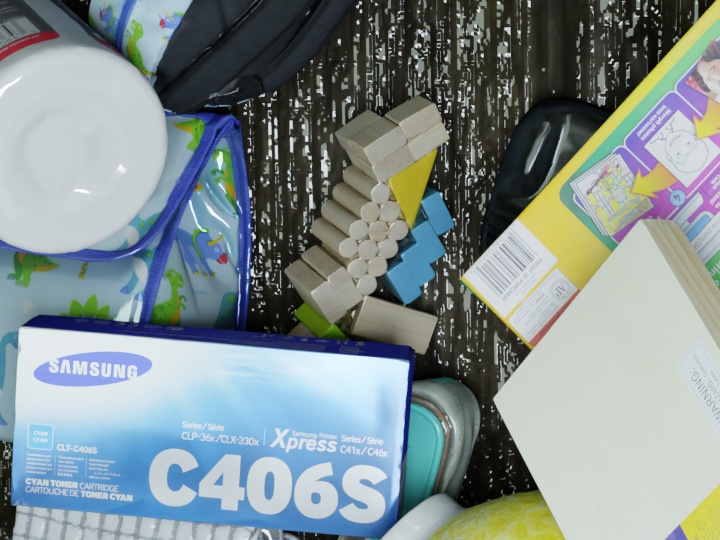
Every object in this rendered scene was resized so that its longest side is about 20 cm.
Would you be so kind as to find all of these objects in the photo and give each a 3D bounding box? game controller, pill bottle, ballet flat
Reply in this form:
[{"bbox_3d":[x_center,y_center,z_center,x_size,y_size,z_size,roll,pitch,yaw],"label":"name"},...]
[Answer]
[{"bbox_3d":[0.157,-0.016,1.089,0.199,0.042,0.105,21,90,23],"label":"game controller"},{"bbox_3d":[-0.186,-0.095,1.128,0.200,0.110,0.111,42,117,55],"label":"pill bottle"},{"bbox_3d":[0.019,0.150,1.157,0.067,0.064,0.201,25,108,20],"label":"ballet flat"}]

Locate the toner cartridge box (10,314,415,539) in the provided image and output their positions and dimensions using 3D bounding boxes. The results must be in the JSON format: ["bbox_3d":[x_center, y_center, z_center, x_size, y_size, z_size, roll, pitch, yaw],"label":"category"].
[{"bbox_3d":[-0.075,0.079,1.093,0.199,0.043,0.095,4,97,4],"label":"toner cartridge box"}]

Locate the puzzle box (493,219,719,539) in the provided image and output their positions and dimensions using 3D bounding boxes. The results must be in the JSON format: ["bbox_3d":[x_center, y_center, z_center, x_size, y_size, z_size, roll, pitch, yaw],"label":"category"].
[{"bbox_3d":[0.140,0.095,0.937,0.133,0.025,0.200,-53,50,37],"label":"puzzle box"}]

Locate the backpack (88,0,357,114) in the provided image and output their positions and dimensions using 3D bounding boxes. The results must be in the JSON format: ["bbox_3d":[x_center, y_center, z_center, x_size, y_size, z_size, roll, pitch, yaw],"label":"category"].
[{"bbox_3d":[-0.058,-0.174,1.120,0.154,0.163,0.200,38,121,26],"label":"backpack"}]

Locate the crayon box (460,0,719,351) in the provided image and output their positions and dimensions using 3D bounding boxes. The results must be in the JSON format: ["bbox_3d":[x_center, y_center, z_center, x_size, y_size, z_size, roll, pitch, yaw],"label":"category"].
[{"bbox_3d":[0.160,-0.024,1.035,0.200,0.058,0.119,-47,69,9],"label":"crayon box"}]

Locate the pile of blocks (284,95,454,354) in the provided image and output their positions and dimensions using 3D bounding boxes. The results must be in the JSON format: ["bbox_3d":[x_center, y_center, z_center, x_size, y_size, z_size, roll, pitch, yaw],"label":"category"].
[{"bbox_3d":[0.000,0.000,1.162,0.201,0.082,0.062,-67,25,7],"label":"pile of blocks"}]

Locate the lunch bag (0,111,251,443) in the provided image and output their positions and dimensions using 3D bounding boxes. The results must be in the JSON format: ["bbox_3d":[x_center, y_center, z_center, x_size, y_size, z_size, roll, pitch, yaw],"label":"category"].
[{"bbox_3d":[-0.156,0.002,1.203,0.170,0.127,0.201,9,86,28],"label":"lunch bag"}]

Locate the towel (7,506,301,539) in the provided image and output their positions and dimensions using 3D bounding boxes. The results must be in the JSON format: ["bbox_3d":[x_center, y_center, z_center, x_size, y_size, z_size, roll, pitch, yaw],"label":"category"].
[{"bbox_3d":[-0.122,0.219,1.160,0.165,0.086,0.201,5,82,28],"label":"towel"}]

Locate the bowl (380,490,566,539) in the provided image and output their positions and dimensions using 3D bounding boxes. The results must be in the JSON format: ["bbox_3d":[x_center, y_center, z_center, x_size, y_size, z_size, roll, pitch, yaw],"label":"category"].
[{"bbox_3d":[0.055,0.175,1.066,0.108,0.200,0.200,40,111,19],"label":"bowl"}]
